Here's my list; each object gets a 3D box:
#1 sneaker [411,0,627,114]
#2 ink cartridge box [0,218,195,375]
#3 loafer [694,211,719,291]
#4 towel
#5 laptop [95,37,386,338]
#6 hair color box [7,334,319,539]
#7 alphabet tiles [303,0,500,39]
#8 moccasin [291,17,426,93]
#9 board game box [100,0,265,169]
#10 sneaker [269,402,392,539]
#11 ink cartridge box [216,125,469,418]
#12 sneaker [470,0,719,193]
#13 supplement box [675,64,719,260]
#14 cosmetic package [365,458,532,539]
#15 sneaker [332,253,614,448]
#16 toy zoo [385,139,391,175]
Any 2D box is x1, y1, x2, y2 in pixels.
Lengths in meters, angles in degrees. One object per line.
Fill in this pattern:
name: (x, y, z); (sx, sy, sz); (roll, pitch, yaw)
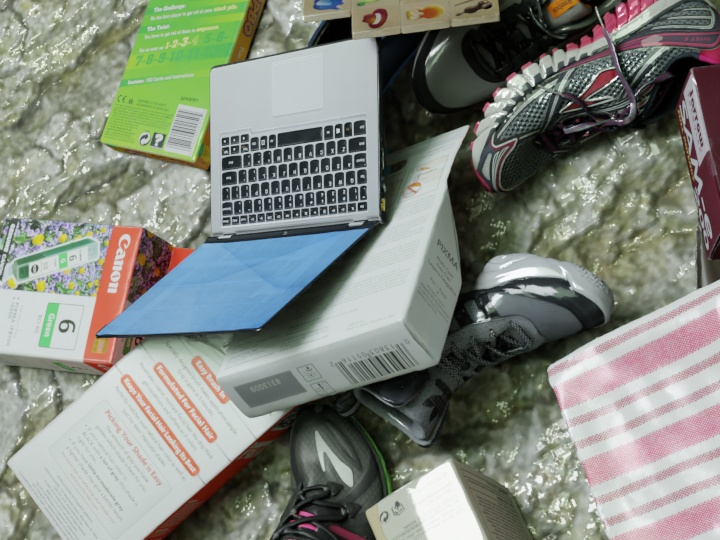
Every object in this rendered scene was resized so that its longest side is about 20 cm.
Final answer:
sneaker: (0.117, -0.179, 1.349); (0.199, 0.074, 0.079); (-36, 16, 14)
ink cartridge box: (-0.193, 0.022, 1.470); (0.198, 0.050, 0.110); (4, 74, 29)
loafer: (0.244, -0.028, 1.247); (0.072, 0.071, 0.202); (-7, 70, 25)
towel: (0.205, 0.121, 1.210); (0.146, 0.030, 0.202); (-29, 69, 30)
laptop: (-0.085, -0.056, 1.324); (0.186, 0.115, 0.202); (-4, 86, 47)
hair color box: (-0.141, 0.116, 1.387); (0.200, 0.064, 0.111); (-41, 79, 10)
alphabet tiles: (0.044, -0.216, 1.350); (0.165, 0.008, 0.201); (-7, 35, 5)
moccasin: (0.017, -0.192, 1.410); (0.080, 0.068, 0.201); (14, 67, 31)
board game box: (-0.131, -0.184, 1.524); (0.095, 0.030, 0.202); (13, 82, 30)
sneaker: (-0.025, 0.184, 1.307); (0.076, 0.084, 0.202); (-10, 69, 23)
ink cartridge box: (0.000, 0.000, 1.319); (0.159, 0.047, 0.201); (-19, 33, 34)
sneaker: (0.161, -0.118, 1.318); (0.199, 0.081, 0.075); (-37, 62, 11)
supplement box: (0.304, -0.076, 1.191); (0.198, 0.061, 0.110); (-6, 67, -5)
cosmetic package: (0.087, 0.230, 1.222); (0.073, 0.103, 0.201); (-32, 60, 15)
sneaker: (0.072, 0.058, 1.291); (0.198, 0.076, 0.115); (-6, 51, 32)
toy zoo: (-0.040, -0.069, 1.437); (0.130, 0.020, 0.202); (-17, 65, 19)
